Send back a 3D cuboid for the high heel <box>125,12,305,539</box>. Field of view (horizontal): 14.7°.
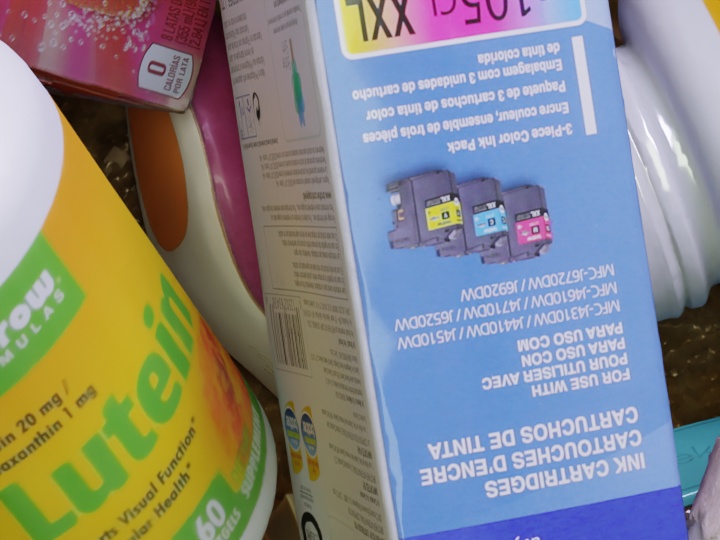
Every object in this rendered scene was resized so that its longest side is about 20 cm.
[{"bbox_3d":[0.000,0.000,0.796,0.096,0.067,0.200,-17,76,-22],"label":"high heel"}]

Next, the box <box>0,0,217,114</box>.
[{"bbox_3d":[-0.085,-0.151,0.763,0.095,0.100,0.200,15,88,-36],"label":"box"}]

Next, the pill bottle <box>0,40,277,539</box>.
[{"bbox_3d":[-0.108,0.009,0.691,0.111,0.200,0.111,-16,45,17],"label":"pill bottle"}]

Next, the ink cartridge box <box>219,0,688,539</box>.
[{"bbox_3d":[0.021,0.013,0.694,0.076,0.136,0.201,-7,92,-11],"label":"ink cartridge box"}]

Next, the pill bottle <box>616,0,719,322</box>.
[{"bbox_3d":[0.145,-0.054,0.763,0.200,0.109,0.109,-22,87,1],"label":"pill bottle"}]

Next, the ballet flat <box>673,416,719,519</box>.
[{"bbox_3d":[0.154,0.056,0.775,0.200,0.071,0.071,-20,87,-1],"label":"ballet flat"}]

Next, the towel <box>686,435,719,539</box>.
[{"bbox_3d":[0.161,0.096,0.732,0.191,0.032,0.200,12,108,-23],"label":"towel"}]
